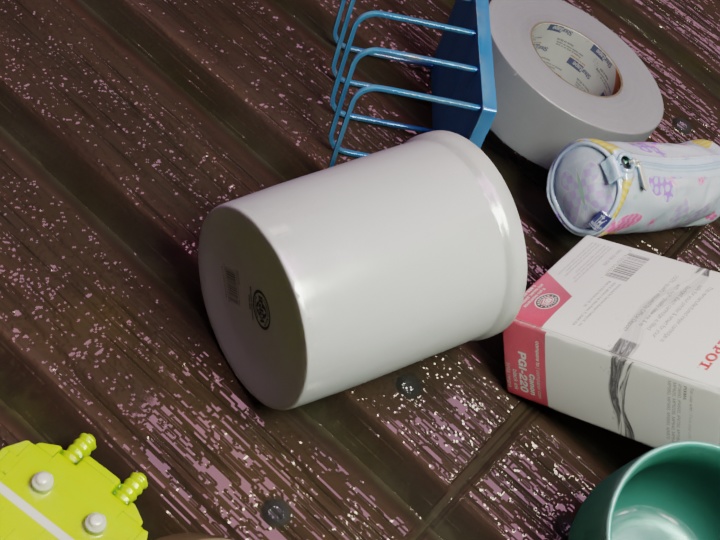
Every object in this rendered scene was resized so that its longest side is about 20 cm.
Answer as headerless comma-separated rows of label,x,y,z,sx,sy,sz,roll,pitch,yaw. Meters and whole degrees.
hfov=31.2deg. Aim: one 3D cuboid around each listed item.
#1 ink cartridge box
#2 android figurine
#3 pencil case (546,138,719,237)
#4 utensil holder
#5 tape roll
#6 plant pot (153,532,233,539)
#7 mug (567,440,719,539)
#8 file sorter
ink cartridge box,0.234,0.060,1.028,0.199,0.085,0.145,17,40,36
android figurine,-0.218,0.188,0.828,0.181,0.041,0.200,36,51,9
pencil case,0.258,-0.079,1.171,0.199,0.091,0.083,-4,54,-44
utensil holder,0.000,0.000,0.981,0.199,0.170,0.171,-20,63,-31
tape roll,0.192,-0.181,1.246,0.199,0.066,0.201,19,42,-18
plant pot,-0.130,0.249,0.752,0.092,0.202,0.201,6,35,38
mug,0.226,0.226,0.920,0.150,0.115,0.187,-1,68,-14
file sorter,0.040,-0.175,1.158,0.121,0.139,0.201,9,50,-10
